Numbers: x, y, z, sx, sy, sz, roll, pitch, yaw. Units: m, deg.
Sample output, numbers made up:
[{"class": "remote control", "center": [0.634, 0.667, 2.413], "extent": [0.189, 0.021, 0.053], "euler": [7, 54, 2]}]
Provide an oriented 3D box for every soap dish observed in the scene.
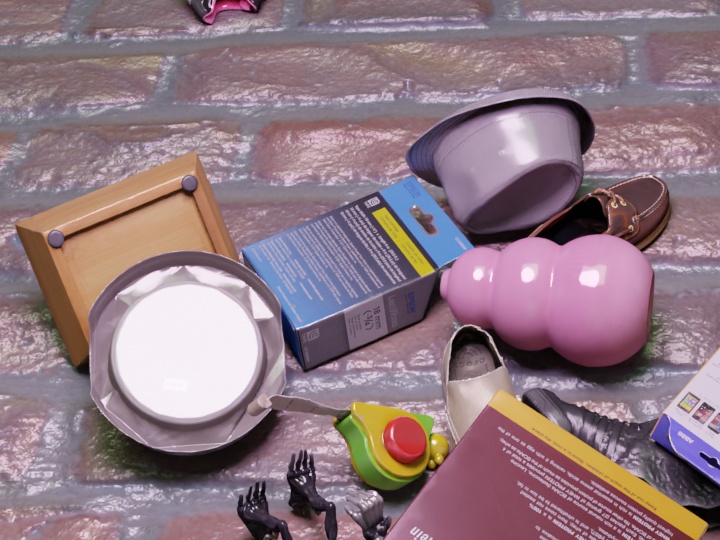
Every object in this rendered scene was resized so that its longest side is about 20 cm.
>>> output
[{"class": "soap dish", "center": [-0.223, -0.011, 1.609], "extent": [0.199, 0.158, 0.081], "euler": [-23, 9, -15]}]

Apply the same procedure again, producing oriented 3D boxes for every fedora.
[{"class": "fedora", "center": [0.150, -0.098, 1.628], "extent": [0.199, 0.177, 0.091], "euler": [-25, 57, 25]}]

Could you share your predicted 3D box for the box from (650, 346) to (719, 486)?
[{"class": "box", "center": [0.341, 0.127, 1.395], "extent": [0.119, 0.042, 0.200], "euler": [36, 50, 18]}]

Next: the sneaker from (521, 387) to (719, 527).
[{"class": "sneaker", "center": [0.237, 0.160, 1.414], "extent": [0.104, 0.060, 0.200], "euler": [-25, 49, -17]}]

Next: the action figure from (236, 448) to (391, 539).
[{"class": "action figure", "center": [-0.032, 0.240, 1.350], "extent": [0.118, 0.102, 0.200], "euler": [-26, 42, -18]}]

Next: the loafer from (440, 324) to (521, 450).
[{"class": "loafer", "center": [0.110, 0.127, 1.462], "extent": [0.075, 0.068, 0.200], "euler": [-16, 42, -3]}]

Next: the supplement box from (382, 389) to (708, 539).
[{"class": "supplement box", "center": [0.125, 0.244, 1.252], "extent": [0.197, 0.133, 0.200], "euler": [32, 55, 14]}]

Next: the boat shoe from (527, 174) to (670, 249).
[{"class": "boat shoe", "center": [0.241, -0.045, 1.619], "extent": [0.200, 0.071, 0.070], "euler": [-37, 45, -27]}]

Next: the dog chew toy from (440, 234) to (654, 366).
[{"class": "dog chew toy", "center": [0.175, 0.023, 1.515], "extent": [0.199, 0.125, 0.125], "euler": [7, 45, 14]}]

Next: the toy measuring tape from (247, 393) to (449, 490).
[{"class": "toy measuring tape", "center": [-0.006, 0.155, 1.420], "extent": [0.199, 0.074, 0.074], "euler": [11, 34, -29]}]

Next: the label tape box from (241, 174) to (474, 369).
[{"class": "label tape box", "center": [0.000, 0.000, 1.621], "extent": [0.199, 0.063, 0.144], "euler": [-23, 44, -13]}]

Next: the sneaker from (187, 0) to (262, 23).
[{"class": "sneaker", "center": [-0.136, -0.374, 2.050], "extent": [0.199, 0.079, 0.096], "euler": [-24, 67, -14]}]

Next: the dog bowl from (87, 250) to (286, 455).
[{"class": "dog bowl", "center": [-0.164, 0.084, 1.520], "extent": [0.199, 0.059, 0.201], "euler": [1, 66, -3]}]
